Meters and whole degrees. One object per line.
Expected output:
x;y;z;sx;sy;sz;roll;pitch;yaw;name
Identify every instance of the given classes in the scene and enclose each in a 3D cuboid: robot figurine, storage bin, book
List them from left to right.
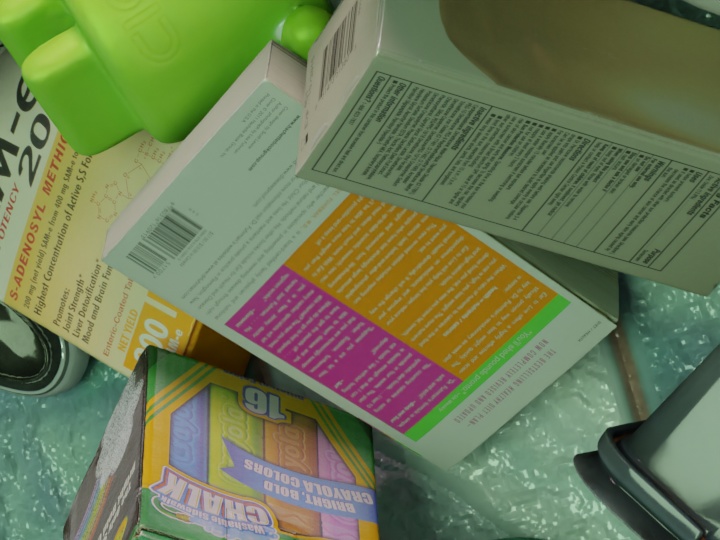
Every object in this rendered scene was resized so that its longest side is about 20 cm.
-0.069;-0.138;1.345;0.200;0.116;0.176;-34;50;-1;robot figurine
0.000;0.000;1.328;0.200;0.048;0.134;33;123;-19;book
0.211;0.094;1.239;0.200;0.145;0.134;41;105;18;storage bin

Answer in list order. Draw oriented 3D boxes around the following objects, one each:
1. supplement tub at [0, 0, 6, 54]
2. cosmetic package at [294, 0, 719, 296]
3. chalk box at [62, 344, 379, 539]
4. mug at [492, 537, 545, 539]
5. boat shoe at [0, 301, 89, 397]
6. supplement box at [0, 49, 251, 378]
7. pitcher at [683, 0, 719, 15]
-0.197;-0.180;1.386;0.122;0.123;0.200;19;73;26;supplement tub
0.083;-0.066;1.237;0.105;0.199;0.071;129;153;-53;cosmetic package
-0.067;0.151;1.335;0.123;0.200;0.125;20;119;-14;chalk box
0.070;0.207;1.341;0.185;0.114;0.153;-12;92;31;mug
-0.231;0.008;1.518;0.200;0.057;0.069;32;112;22;boat shoe
-0.135;-0.038;1.446;0.200;0.073;0.126;28;110;24;supplement box
0.160;-0.190;1.239;0.200;0.121;0.172;6;87;40;pitcher
